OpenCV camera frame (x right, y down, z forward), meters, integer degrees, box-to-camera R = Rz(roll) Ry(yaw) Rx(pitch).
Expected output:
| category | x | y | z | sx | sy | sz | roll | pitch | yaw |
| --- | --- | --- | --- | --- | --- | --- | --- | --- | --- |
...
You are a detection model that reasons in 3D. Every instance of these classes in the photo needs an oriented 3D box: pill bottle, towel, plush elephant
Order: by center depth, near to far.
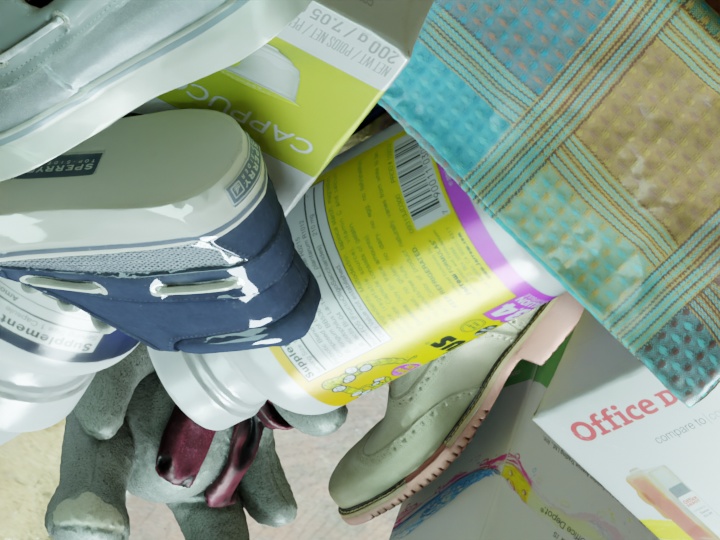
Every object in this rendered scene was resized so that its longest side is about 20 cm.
| category | x | y | z | sx | sy | sz | roll | pitch | yaw |
| --- | --- | --- | --- | --- | --- | --- | --- | --- | --- |
| towel | 0.096 | -0.055 | 1.106 | 0.200 | 0.022 | 0.147 | 45 | 134 | 7 |
| pill bottle | -0.128 | -0.027 | 1.260 | 0.115 | 0.116 | 0.200 | 28 | 127 | -10 |
| pill bottle | 0.000 | 0.000 | 1.310 | 0.199 | 0.105 | 0.104 | -27 | 126 | 23 |
| plush elephant | -0.061 | 0.056 | 1.451 | 0.154 | 0.201 | 0.164 | -31 | 137 | 25 |

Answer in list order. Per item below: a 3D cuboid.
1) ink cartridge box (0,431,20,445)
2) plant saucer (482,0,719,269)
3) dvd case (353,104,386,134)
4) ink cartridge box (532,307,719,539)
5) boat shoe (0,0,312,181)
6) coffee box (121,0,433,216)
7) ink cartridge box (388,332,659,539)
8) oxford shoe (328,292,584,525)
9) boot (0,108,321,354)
| category | x | y | z | sx | sy | sz | roll | pitch | yaw |
| --- | --- | --- | --- | --- | --- | --- | --- | --- | --- |
| ink cartridge box | -0.222 | -0.015 | 1.433 | 0.145 | 0.083 | 0.201 | 50 | 161 | 29 |
| plant saucer | 0.128 | -0.094 | 1.099 | 0.199 | 0.037 | 0.201 | 18 | 124 | 28 |
| dvd case | -0.072 | -0.125 | 1.306 | 0.199 | 0.018 | 0.142 | 33 | 146 | -19 |
| ink cartridge box | 0.198 | 0.081 | 1.274 | 0.200 | 0.084 | 0.145 | 43 | 141 | -14 |
| boat shoe | -0.093 | -0.091 | 0.963 | 0.200 | 0.070 | 0.072 | -23 | 116 | 41 |
| coffee box | -0.071 | -0.153 | 1.098 | 0.199 | 0.201 | 0.198 | 28 | 147 | -9 |
| ink cartridge box | 0.093 | 0.148 | 1.435 | 0.145 | 0.201 | 0.084 | 40 | 143 | -26 |
| oxford shoe | 0.038 | 0.040 | 1.392 | 0.074 | 0.071 | 0.200 | 36 | 111 | -10 |
| boot | -0.115 | -0.008 | 1.079 | 0.199 | 0.073 | 0.091 | 3 | 138 | 29 |
